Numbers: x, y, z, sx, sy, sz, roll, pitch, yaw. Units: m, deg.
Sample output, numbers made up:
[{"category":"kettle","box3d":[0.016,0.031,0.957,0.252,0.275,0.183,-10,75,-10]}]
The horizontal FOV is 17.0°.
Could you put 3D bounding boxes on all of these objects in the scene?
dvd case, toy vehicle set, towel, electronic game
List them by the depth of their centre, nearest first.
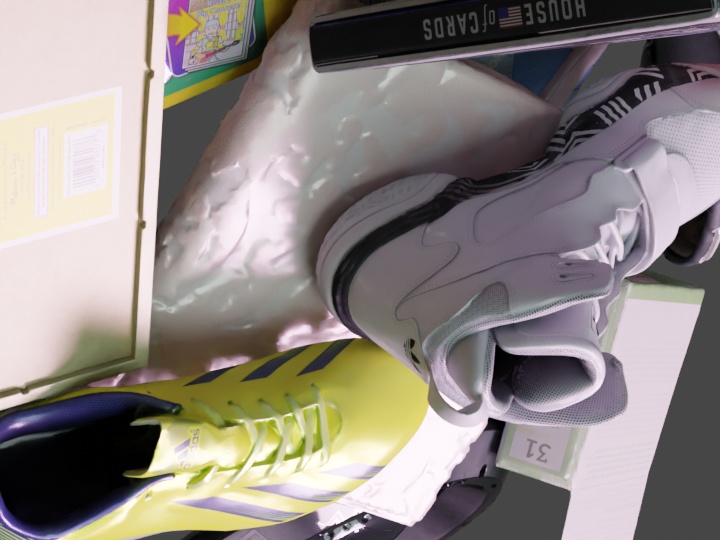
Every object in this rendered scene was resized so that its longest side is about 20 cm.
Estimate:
[{"category":"toy vehicle set","box3d":[-0.128,-0.035,0.819,0.124,0.027,0.201,-15,133,-27]},{"category":"dvd case","box3d":[0.100,-0.093,0.845,0.150,0.200,0.025,-9,95,-38]},{"category":"towel","box3d":[0.000,0.000,0.976,0.190,0.032,0.200,21,109,-37]},{"category":"electronic game","box3d":[-0.013,0.121,1.156,0.199,0.042,0.200,-24,163,-8]}]

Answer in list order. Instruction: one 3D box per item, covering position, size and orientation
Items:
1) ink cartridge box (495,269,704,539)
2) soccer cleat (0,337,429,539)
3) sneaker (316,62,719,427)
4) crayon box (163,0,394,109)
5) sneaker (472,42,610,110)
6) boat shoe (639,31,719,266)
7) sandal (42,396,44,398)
[{"category":"ink cartridge box","box3d":[0.106,0.097,1.169,0.145,0.048,0.201,5,102,-69]},{"category":"soccer cleat","box3d":[-0.060,0.066,0.908,0.199,0.065,0.084,-12,169,-19]},{"category":"sneaker","box3d":[0.092,-0.005,0.924,0.199,0.115,0.075,-23,130,-13]},{"category":"crayon box","box3d":[-0.082,-0.121,0.886,0.199,0.058,0.119,-24,140,-18]},{"category":"sneaker","box3d":[0.030,-0.095,0.989,0.130,0.080,0.201,-9,132,-35]},{"category":"boat shoe","box3d":[0.159,-0.071,1.122,0.060,0.076,0.200,-37,142,-13]},{"category":"sandal","box3d":[-0.126,-0.002,0.961,0.080,0.057,0.201,-38,164,-30]}]
